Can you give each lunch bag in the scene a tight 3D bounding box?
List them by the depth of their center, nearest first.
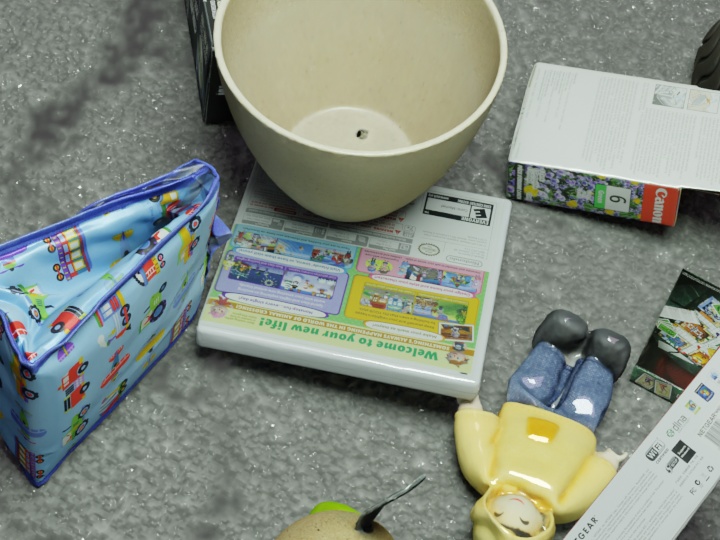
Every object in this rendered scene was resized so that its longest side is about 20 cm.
[{"bbox_3d":[-0.160,0.020,0.994,0.199,0.151,0.094,-35,68,-29],"label":"lunch bag"}]

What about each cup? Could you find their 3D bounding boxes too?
[{"bbox_3d":[-0.003,-0.117,1.080,0.198,0.144,0.202,2,56,-3],"label":"cup"}]

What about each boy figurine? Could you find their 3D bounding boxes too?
[{"bbox_3d":[0.116,0.120,1.034,0.123,0.065,0.201,27,51,6],"label":"boy figurine"}]

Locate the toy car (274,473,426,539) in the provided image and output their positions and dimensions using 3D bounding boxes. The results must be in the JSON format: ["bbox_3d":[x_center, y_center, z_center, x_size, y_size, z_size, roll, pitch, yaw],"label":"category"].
[{"bbox_3d":[-0.001,0.197,0.872,0.157,0.201,0.165,29,55,10],"label":"toy car"}]

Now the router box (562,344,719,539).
[{"bbox_3d":[0.166,0.163,0.942,0.049,0.180,0.200,37,56,15],"label":"router box"}]

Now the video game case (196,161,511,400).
[{"bbox_3d":[0.000,0.000,1.095,0.198,0.022,0.183,11,47,5],"label":"video game case"}]

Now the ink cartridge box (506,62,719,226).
[{"bbox_3d":[0.220,-0.094,1.185,0.198,0.051,0.110,11,54,12],"label":"ink cartridge box"}]

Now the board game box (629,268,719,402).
[{"bbox_3d":[0.306,0.085,1.120,0.199,0.024,0.105,28,53,10],"label":"board game box"}]

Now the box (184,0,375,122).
[{"bbox_3d":[-0.056,-0.224,1.223,0.162,0.086,0.202,-4,56,-14],"label":"box"}]

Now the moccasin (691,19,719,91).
[{"bbox_3d":[0.324,-0.120,1.236,0.077,0.074,0.203,6,50,-24],"label":"moccasin"}]
